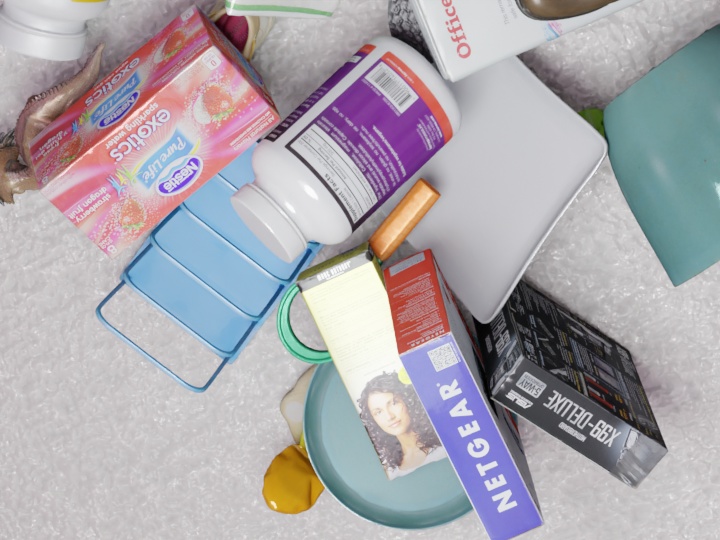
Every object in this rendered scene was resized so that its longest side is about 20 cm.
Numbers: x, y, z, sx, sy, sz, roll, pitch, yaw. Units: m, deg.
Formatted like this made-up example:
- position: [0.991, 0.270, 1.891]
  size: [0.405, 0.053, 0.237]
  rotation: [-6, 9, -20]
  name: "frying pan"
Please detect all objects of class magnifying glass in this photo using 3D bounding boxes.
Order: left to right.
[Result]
- position: [0.000, 0.000, 1.740]
  size: [0.080, 0.022, 0.200]
  rotation: [41, 104, 7]
  name: "magnifying glass"

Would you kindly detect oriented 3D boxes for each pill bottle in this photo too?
- position: [-0.269, -0.296, 1.720]
  size: [0.112, 0.112, 0.201]
  rotation: [19, 111, 5]
  name: "pill bottle"
- position: [-0.015, -0.102, 1.662]
  size: [0.200, 0.112, 0.113]
  rotation: [-44, 97, -10]
  name: "pill bottle"

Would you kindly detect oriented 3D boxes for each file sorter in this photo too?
- position: [-0.131, -0.008, 1.784]
  size: [0.139, 0.123, 0.200]
  rotation: [37, 111, -3]
  name: "file sorter"

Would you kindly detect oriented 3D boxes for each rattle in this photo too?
- position: [0.008, 0.135, 1.798]
  size: [0.199, 0.143, 0.131]
  rotation: [-21, 85, 24]
  name: "rattle"

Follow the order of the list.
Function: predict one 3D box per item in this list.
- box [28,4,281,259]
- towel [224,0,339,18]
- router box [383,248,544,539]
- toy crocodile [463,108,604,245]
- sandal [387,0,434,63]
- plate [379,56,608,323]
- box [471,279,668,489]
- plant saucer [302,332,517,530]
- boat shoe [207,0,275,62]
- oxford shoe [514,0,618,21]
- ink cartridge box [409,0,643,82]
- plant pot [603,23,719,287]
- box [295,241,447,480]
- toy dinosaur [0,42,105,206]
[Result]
- position: [-0.181, -0.120, 1.683]
  size: [0.200, 0.095, 0.103]
  rotation: [-38, 124, 8]
  name: "box"
- position: [-0.039, -0.310, 1.654]
  size: [0.023, 0.152, 0.201]
  rotation: [36, 116, 30]
  name: "towel"
- position: [0.086, 0.106, 1.644]
  size: [0.049, 0.180, 0.201]
  rotation: [-24, 113, 6]
  name: "router box"
- position: [0.151, -0.072, 1.738]
  size: [0.200, 0.062, 0.068]
  rotation: [-48, 55, 23]
  name: "toy crocodile"
- position: [0.065, -0.281, 1.695]
  size: [0.075, 0.048, 0.201]
  rotation: [2, 96, 8]
  name: "sandal"
- position: [0.115, -0.087, 1.707]
  size: [0.200, 0.032, 0.200]
  rotation: [49, 116, 36]
  name: "plate"
- position: [0.180, 0.090, 1.694]
  size: [0.157, 0.200, 0.050]
  rotation: [33, 108, -16]
  name: "box"
- position: [0.045, 0.139, 1.775]
  size: [0.199, 0.027, 0.201]
  rotation: [1, 82, -6]
  name: "plant saucer"
- position: [-0.151, -0.172, 1.760]
  size: [0.074, 0.069, 0.200]
  rotation: [32, 112, 0]
  name: "boat shoe"
- position: [0.219, -0.256, 1.558]
  size: [0.199, 0.084, 0.073]
  rotation: [-23, 104, -1]
  name: "oxford shoe"
- position: [0.133, -0.267, 1.630]
  size: [0.199, 0.083, 0.146]
  rotation: [-23, 103, -1]
  name: "ink cartridge box"
- position: [0.301, -0.109, 1.626]
  size: [0.200, 0.201, 0.161]
  rotation: [-37, 86, 20]
  name: "plant pot"
- position: [0.017, 0.081, 1.713]
  size: [0.075, 0.050, 0.201]
  rotation: [-25, 97, 7]
  name: "box"
- position: [-0.291, -0.121, 1.779]
  size: [0.135, 0.086, 0.200]
  rotation: [13, 129, -9]
  name: "toy dinosaur"
